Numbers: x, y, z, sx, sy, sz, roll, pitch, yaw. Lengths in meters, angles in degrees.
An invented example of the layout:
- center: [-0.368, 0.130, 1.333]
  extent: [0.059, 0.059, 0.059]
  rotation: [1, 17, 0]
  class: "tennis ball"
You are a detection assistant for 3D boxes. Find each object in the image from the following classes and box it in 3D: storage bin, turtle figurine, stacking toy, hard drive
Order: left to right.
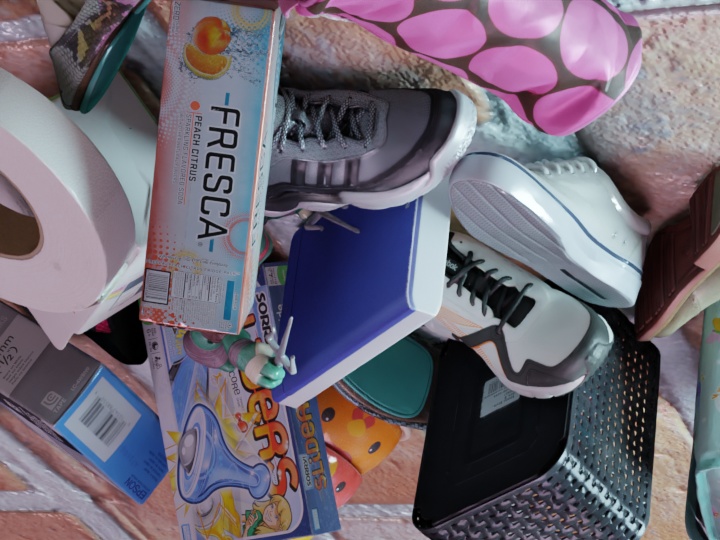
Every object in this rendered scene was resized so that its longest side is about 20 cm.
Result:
- center: [-0.076, 0.001, 1.535]
  extent: [0.101, 0.150, 0.200]
  rotation: [25, 162, -9]
  class: "turtle figurine"
- center: [-0.060, 0.168, 1.771]
  extent: [0.146, 0.200, 0.146]
  rotation: [24, 165, 7]
  class: "stacking toy"
- center: [0.000, 0.000, 1.512]
  extent: [0.025, 0.132, 0.200]
  rotation: [18, 153, -22]
  class: "hard drive"
- center: [0.124, 0.113, 1.584]
  extent: [0.135, 0.200, 0.094]
  rotation: [-29, 122, 32]
  class: "storage bin"

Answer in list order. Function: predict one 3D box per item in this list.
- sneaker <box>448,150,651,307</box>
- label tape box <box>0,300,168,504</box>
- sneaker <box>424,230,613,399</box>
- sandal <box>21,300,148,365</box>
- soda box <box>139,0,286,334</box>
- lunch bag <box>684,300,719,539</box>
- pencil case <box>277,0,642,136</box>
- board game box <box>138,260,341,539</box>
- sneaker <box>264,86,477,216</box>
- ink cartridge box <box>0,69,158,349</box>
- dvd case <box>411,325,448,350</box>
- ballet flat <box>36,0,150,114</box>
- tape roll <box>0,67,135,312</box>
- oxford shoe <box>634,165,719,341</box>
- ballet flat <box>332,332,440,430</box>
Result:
- center: [0.121, -0.042, 1.457]
  extent: [0.073, 0.071, 0.200]
  rotation: [3, 161, 34]
  class: "sneaker"
- center: [-0.247, 0.087, 1.757]
  extent: [0.200, 0.066, 0.143]
  rotation: [26, 165, 35]
  class: "label tape box"
- center: [0.086, 0.023, 1.533]
  extent: [0.200, 0.074, 0.080]
  rotation: [24, 162, 48]
  class: "sneaker"
- center: [-0.193, 0.015, 1.684]
  extent: [0.045, 0.075, 0.200]
  rotation: [-1, 160, 26]
  class: "sandal"
- center: [-0.086, -0.067, 1.348]
  extent: [0.063, 0.200, 0.068]
  rotation: [9, -163, 3]
  class: "soda box"
- center: [0.291, 0.115, 1.598]
  extent: [0.122, 0.171, 0.200]
  rotation: [2, 150, 13]
  class: "lunch bag"
- center: [0.057, -0.142, 1.266]
  extent: [0.200, 0.091, 0.094]
  rotation: [25, 115, -24]
  class: "pencil case"
- center: [-0.091, 0.104, 1.688]
  extent: [0.135, 0.200, 0.034]
  rotation: [-15, 174, 39]
  class: "board game box"
- center: [-0.033, -0.089, 1.409]
  extent: [0.200, 0.076, 0.114]
  rotation: [-10, 151, 38]
  class: "sneaker"
- center: [-0.182, -0.036, 1.518]
  extent: [0.117, 0.067, 0.200]
  rotation: [54, 149, 5]
  class: "ink cartridge box"
- center: [0.092, 0.060, 1.727]
  extent: [0.200, 0.022, 0.146]
  rotation: [6, 153, 5]
  class: "dvd case"
- center: [-0.149, -0.165, 1.325]
  extent: [0.071, 0.069, 0.200]
  rotation: [34, 145, -7]
  class: "ballet flat"
- center: [-0.230, -0.055, 1.409]
  extent: [0.203, 0.037, 0.203]
  rotation: [24, 147, 16]
  class: "tape roll"
- center: [0.237, 0.000, 1.506]
  extent: [0.075, 0.071, 0.200]
  rotation: [10, 155, -12]
  class: "oxford shoe"
- center: [0.044, 0.089, 1.711]
  extent: [0.200, 0.074, 0.074]
  rotation: [25, 150, -21]
  class: "ballet flat"
